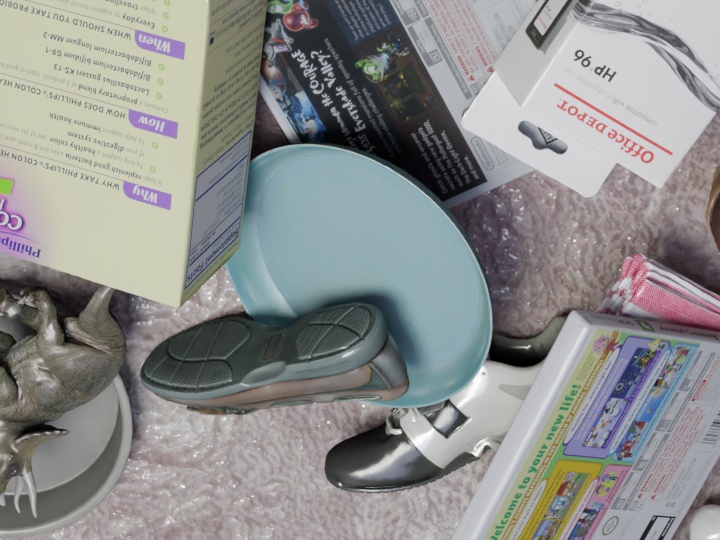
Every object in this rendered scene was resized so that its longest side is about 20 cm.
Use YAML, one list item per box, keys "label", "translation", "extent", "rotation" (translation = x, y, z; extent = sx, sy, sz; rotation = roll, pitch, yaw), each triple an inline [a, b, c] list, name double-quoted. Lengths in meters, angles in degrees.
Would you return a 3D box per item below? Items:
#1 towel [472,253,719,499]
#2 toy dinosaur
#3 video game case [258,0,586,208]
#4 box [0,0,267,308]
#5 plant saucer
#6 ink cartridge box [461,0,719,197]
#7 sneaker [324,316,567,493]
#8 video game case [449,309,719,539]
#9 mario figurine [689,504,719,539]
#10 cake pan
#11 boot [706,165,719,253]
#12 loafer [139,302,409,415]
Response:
- label: "towel"
  translation: [0.173, 0.093, 1.218]
  extent: [0.146, 0.030, 0.201]
  rotation: [23, 107, -41]
- label: "toy dinosaur"
  translation: [-0.202, 0.059, 1.203]
  extent: [0.102, 0.077, 0.200]
  rotation: [35, 109, -28]
- label: "video game case"
  translation: [0.032, -0.126, 1.147]
  extent: [0.181, 0.023, 0.201]
  rotation: [-24, 122, 13]
- label: "box"
  translation: [-0.158, -0.106, 1.106]
  extent: [0.174, 0.097, 0.202]
  rotation: [16, 118, 15]
- label: "plant saucer"
  translation: [0.000, 0.000, 1.180]
  extent: [0.199, 0.027, 0.201]
  rotation: [19, 133, 22]
- label: "ink cartridge box"
  translation: [0.163, -0.132, 1.102]
  extent: [0.115, 0.068, 0.201]
  rotation: [26, 109, -23]
- label: "sneaker"
  translation: [0.062, 0.084, 1.242]
  extent: [0.198, 0.074, 0.089]
  rotation: [-20, 114, -1]
- label: "video game case"
  translation: [0.162, 0.122, 1.196]
  extent: [0.181, 0.022, 0.201]
  rotation: [9, 117, -37]
- label: "mario figurine"
  translation: [0.312, 0.183, 1.297]
  extent: [0.123, 0.106, 0.201]
  rotation: [42, 104, 20]
- label: "cake pan"
  translation: [-0.254, 0.094, 1.274]
  extent: [0.198, 0.037, 0.202]
  rotation: [1, 117, 1]
- label: "boot"
  translation: [0.300, -0.060, 1.102]
  extent: [0.199, 0.167, 0.072]
  rotation: [-36, 112, 19]
- label: "loafer"
  translation: [-0.058, 0.071, 1.211]
  extent: [0.199, 0.072, 0.063]
  rotation: [-9, 128, 36]
